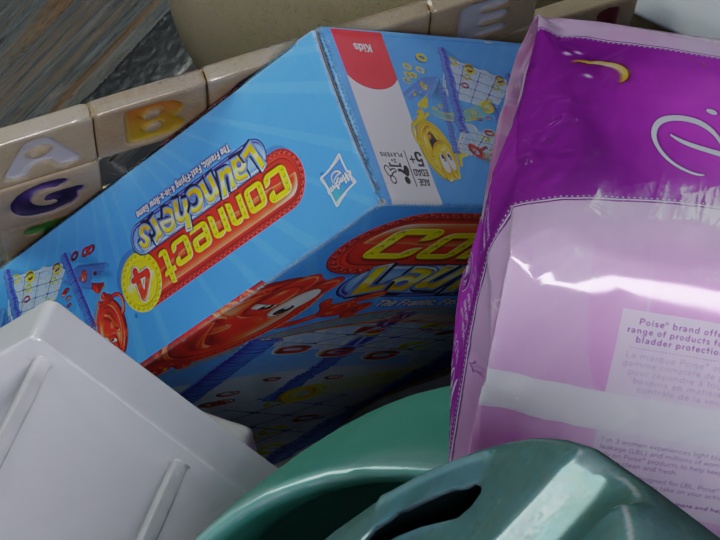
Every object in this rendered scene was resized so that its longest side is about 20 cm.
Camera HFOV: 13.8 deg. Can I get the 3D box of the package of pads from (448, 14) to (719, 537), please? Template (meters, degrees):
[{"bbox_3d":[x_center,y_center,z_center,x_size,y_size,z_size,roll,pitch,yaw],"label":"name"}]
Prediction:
[{"bbox_3d":[0.121,0.009,0.637,0.121,0.199,0.076,-81,0,-60],"label":"package of pads"}]

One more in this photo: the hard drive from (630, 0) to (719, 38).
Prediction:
[{"bbox_3d":[0.154,-0.107,0.818,0.200,0.027,0.132,32,114,47],"label":"hard drive"}]

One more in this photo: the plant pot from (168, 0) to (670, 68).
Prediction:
[{"bbox_3d":[0.048,-0.106,1.071,0.200,0.200,0.134,-47,46,3],"label":"plant pot"}]

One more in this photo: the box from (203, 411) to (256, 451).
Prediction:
[{"bbox_3d":[-0.052,0.091,0.927,0.200,0.041,0.039,88,-157,-69],"label":"box"}]

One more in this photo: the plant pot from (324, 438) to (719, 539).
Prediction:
[{"bbox_3d":[0.057,0.144,0.498,0.200,0.196,0.200,-43,19,19],"label":"plant pot"}]

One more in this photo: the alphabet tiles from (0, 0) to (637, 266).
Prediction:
[{"bbox_3d":[-0.014,-0.037,0.906,0.199,0.008,0.167,-17,-18,-7],"label":"alphabet tiles"}]

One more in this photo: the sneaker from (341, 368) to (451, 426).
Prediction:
[{"bbox_3d":[0.036,0.070,0.887,0.200,0.071,0.113,-39,15,49],"label":"sneaker"}]

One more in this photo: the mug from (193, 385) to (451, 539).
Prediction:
[{"bbox_3d":[0.046,0.112,0.693,0.152,0.185,0.114,-58,-9,20],"label":"mug"}]

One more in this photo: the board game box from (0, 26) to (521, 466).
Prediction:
[{"bbox_3d":[0.000,0.000,0.929,0.196,0.200,0.056,-34,68,39],"label":"board game box"}]

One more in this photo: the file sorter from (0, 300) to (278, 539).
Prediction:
[{"bbox_3d":[-0.065,0.132,0.798,0.139,0.200,0.125,-27,32,47],"label":"file sorter"}]

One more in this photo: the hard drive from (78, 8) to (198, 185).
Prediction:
[{"bbox_3d":[-0.022,-0.067,1.185,0.200,0.140,0.038,-44,44,9],"label":"hard drive"}]
